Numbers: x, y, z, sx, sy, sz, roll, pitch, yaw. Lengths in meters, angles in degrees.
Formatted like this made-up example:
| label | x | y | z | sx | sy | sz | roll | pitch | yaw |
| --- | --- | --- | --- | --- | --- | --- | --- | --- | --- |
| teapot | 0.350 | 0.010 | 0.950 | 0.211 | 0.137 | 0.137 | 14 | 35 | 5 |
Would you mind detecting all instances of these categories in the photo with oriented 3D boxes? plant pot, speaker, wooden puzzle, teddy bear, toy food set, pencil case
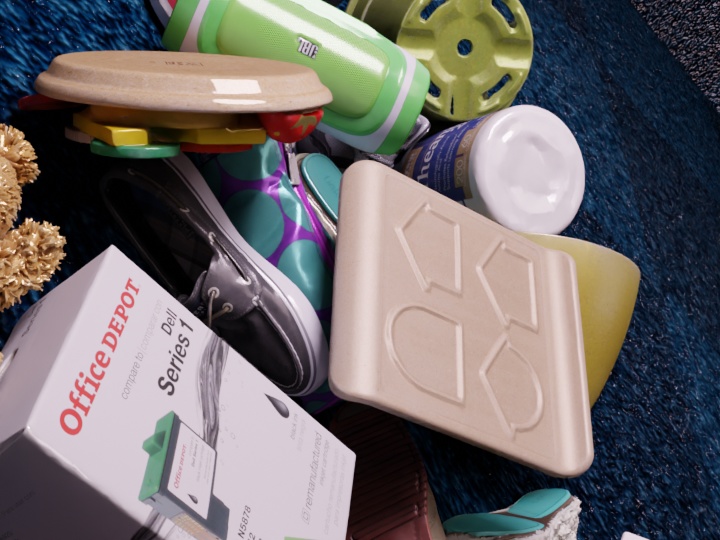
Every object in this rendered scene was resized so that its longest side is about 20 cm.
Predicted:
| label | x | y | z | sx | sy | sz | roll | pitch | yaw |
| --- | --- | --- | --- | --- | --- | --- | --- | --- | --- |
| plant pot | 0.131 | 0.067 | 0.915 | 0.199 | 0.198 | 0.145 | 23 | 68 | -46 |
| speaker | -0.048 | -0.164 | 0.834 | 0.197 | 0.089 | 0.089 | 24 | 36 | -13 |
| wooden puzzle | 0.065 | 0.037 | 0.749 | 0.197 | 0.046 | 0.188 | 21 | 51 | -24 |
| teddy bear | -0.217 | -0.025 | 0.551 | 0.145 | 0.066 | 0.201 | 43 | 30 | -19 |
| toy food set | -0.116 | -0.111 | 0.705 | 0.195 | 0.050 | 0.199 | -5 | 18 | -29 |
| plant pot | 0.082 | -0.207 | 1.020 | 0.201 | 0.199 | 0.190 | 49 | 4 | -12 |
| pencil case | -0.046 | -0.003 | 0.775 | 0.202 | 0.092 | 0.085 | 61 | 28 | 7 |

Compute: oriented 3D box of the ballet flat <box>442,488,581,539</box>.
| label | x | y | z | sx | sy | sz | roll | pitch | yaw |
| --- | --- | --- | --- | --- | --- | --- | --- | --- | --- |
| ballet flat | 0.124 | 0.217 | 0.850 | 0.199 | 0.071 | 0.073 | 2 | 58 | -56 |

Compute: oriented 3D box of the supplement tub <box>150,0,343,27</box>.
| label | x | y | z | sx | sy | sz | roll | pitch | yaw |
| --- | --- | --- | --- | --- | --- | --- | --- | --- | --- |
| supplement tub | -0.071 | -0.268 | 0.900 | 0.140 | 0.199 | 0.142 | 37 | 33 | -29 |

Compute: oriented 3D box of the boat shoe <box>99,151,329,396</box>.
| label | x | y | z | sx | sy | sz | roll | pitch | yaw |
| --- | --- | --- | --- | --- | --- | --- | --- | --- | --- |
| boat shoe | -0.099 | 0.006 | 0.711 | 0.202 | 0.070 | 0.066 | 56 | 36 | 0 |

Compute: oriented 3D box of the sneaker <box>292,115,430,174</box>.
| label | x | y | z | sx | sy | sz | roll | pitch | yaw |
| --- | --- | --- | --- | --- | --- | --- | --- | --- | --- |
| sneaker | 0.009 | -0.081 | 0.923 | 0.075 | 0.113 | 0.203 | 19 | 45 | -48 |

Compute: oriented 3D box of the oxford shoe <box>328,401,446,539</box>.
| label | x | y | z | sx | sy | sz | roll | pitch | yaw |
| --- | --- | --- | --- | --- | --- | --- | --- | --- | --- |
| oxford shoe | 0.026 | 0.184 | 0.743 | 0.075 | 0.069 | 0.203 | 62 | 9 | -58 |

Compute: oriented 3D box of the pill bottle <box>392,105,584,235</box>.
| label | x | y | z | sx | sy | sz | roll | pitch | yaw |
| --- | --- | --- | --- | --- | --- | --- | --- | --- | --- |
| pill bottle | 0.097 | -0.073 | 0.957 | 0.109 | 0.199 | 0.113 | 2 | 86 | -26 |

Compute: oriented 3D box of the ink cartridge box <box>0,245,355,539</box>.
| label | x | y | z | sx | sy | sz | roll | pitch | yaw |
| --- | --- | --- | --- | --- | --- | --- | --- | --- | --- |
| ink cartridge box | -0.102 | 0.108 | 0.574 | 0.200 | 0.084 | 0.147 | 44 | 29 | -24 |

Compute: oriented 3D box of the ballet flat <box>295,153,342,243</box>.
| label | x | y | z | sx | sy | sz | roll | pitch | yaw |
| --- | --- | --- | --- | --- | --- | --- | --- | --- | --- |
| ballet flat | 0.000 | 0.000 | 0.839 | 0.067 | 0.062 | 0.202 | -19 | 71 | -48 |

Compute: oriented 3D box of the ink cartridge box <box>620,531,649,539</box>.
| label | x | y | z | sx | sy | sz | roll | pitch | yaw |
| --- | --- | --- | --- | --- | --- | --- | --- | --- | --- |
| ink cartridge box | 0.196 | 0.299 | 0.804 | 0.066 | 0.119 | 0.200 | 17 | 22 | 18 |
